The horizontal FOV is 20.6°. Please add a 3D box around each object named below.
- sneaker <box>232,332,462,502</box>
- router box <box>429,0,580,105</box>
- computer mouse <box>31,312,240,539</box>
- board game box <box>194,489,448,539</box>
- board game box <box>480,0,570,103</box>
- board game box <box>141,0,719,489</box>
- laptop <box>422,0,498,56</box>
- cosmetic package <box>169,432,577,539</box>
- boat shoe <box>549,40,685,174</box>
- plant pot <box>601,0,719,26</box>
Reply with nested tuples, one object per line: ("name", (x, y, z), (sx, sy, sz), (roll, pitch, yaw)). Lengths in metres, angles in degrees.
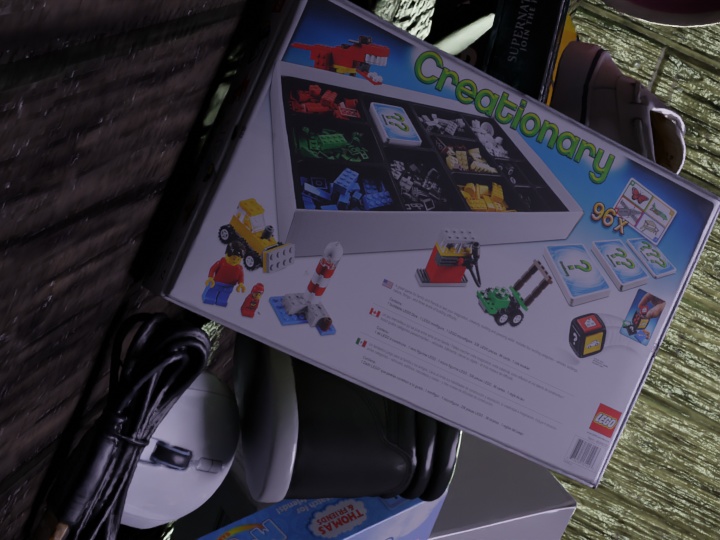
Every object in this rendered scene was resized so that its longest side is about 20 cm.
("sneaker", (-0.003, 0.041, 0.896), (0.201, 0.098, 0.071), (-99, -158, -58))
("router box", (0.080, -0.082, 1.142), (0.149, 0.051, 0.202), (55, 40, -55))
("computer mouse", (-0.078, 0.071, 0.813), (0.200, 0.044, 0.111), (14, 99, -84))
("board game box", (-0.061, 0.172, 0.934), (0.199, 0.037, 0.152), (-22, 147, -33))
("board game box", (0.068, -0.071, 0.880), (0.200, 0.028, 0.137), (-38, 140, -83))
("board game box", (0.031, -0.011, 0.756), (0.127, 0.199, 0.035), (-65, -158, -1))
("laptop", (0.008, -0.143, 0.921), (0.187, 0.115, 0.202), (-36, 121, -80))
("cosmetic package", (0.009, 0.141, 1.109), (0.198, 0.108, 0.085), (-5, 130, -36))
("boat shoe", (0.122, -0.060, 0.957), (0.200, 0.069, 0.072), (-64, 166, -71))
("plant pot", (0.166, -0.225, 0.979), (0.201, 0.198, 0.180), (108, -1, -46))
